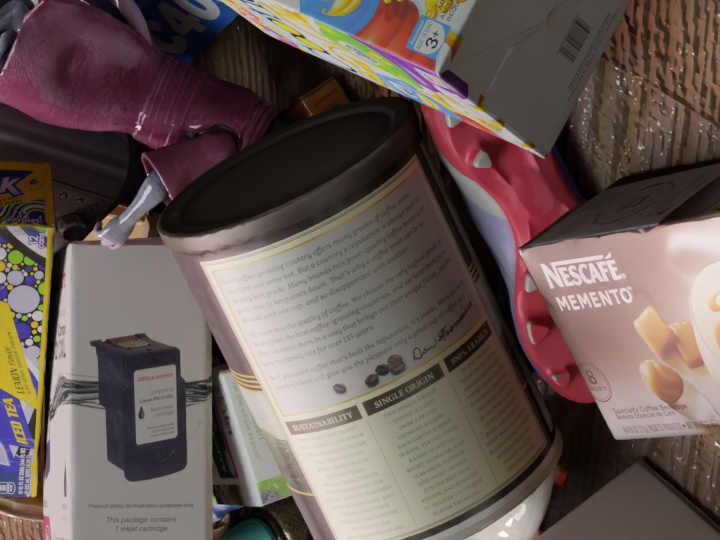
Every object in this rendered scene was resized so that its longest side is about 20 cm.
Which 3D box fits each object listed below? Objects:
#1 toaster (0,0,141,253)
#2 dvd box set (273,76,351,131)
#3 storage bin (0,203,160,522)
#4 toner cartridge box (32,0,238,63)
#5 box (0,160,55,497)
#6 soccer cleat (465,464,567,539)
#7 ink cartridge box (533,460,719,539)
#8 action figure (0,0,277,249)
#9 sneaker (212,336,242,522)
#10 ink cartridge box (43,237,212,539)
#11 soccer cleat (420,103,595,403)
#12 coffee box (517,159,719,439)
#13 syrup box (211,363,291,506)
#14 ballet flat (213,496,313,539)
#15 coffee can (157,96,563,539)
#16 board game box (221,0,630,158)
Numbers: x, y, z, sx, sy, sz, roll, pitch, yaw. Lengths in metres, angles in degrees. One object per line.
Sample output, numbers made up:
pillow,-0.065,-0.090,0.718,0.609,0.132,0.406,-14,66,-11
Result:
toaster,-0.223,-0.107,1.666,0.114,0.129,0.201,-41,55,31
dvd box set,0.000,0.000,1.604,0.201,0.029,0.146,57,151,-3
storage bin,-0.209,0.048,1.784,0.198,0.093,0.202,11,89,50
toner cartridge box,-0.116,-0.164,1.561,0.095,0.043,0.200,32,151,-13
box,-0.214,0.035,1.604,0.064,0.069,0.201,-99,14,-52
soccer cleat,0.053,0.126,1.568,0.077,0.070,0.200,22,168,-13
ink cartridge box,0.136,0.237,1.525,0.145,0.147,0.201,42,146,22
action figure,-0.106,-0.098,1.537,0.199,0.134,0.150,23,118,0
sneaker,-0.090,0.096,1.783,0.200,0.074,0.083,38,143,26
ink cartridge box,-0.134,0.085,1.603,0.145,0.084,0.202,164,107,-77
soccer cleat,0.086,-0.026,1.443,0.201,0.066,0.077,63,178,-21
coffee box,0.180,0.009,1.312,0.199,0.080,0.115,-8,112,56
syrup box,-0.052,0.088,1.646,0.200,0.081,0.079,162,90,-78
ballet flat,-0.075,0.177,1.716,0.200,0.075,0.068,-32,85,49
coffee can,0.002,0.032,1.463,0.146,0.146,0.201,-1,119,55
board game box,0.016,-0.148,1.334,0.199,0.105,0.103,26,177,40
